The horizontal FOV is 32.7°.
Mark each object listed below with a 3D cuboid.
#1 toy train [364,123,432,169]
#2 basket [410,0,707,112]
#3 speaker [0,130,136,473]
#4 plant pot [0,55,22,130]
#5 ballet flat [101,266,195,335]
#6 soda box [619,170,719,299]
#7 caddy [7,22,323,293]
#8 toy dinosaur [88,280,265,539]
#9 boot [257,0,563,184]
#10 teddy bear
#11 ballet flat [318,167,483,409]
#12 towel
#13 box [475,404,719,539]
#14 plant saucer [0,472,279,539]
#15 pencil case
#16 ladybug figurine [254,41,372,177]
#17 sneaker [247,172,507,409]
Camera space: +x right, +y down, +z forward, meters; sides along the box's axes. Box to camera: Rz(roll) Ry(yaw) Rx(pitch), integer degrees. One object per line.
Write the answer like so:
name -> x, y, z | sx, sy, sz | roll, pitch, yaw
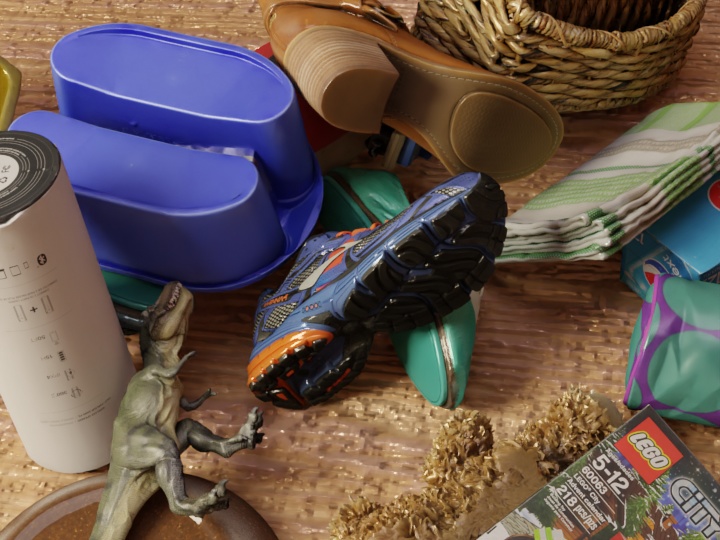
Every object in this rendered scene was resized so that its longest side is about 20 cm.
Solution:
toy train -> 0.062, -0.124, 0.888 | 0.046, 0.034, 0.200 | 32, 42, 11
basket -> 0.157, -0.209, 0.870 | 0.199, 0.150, 0.143 | -13, 45, -31
speaker -> -0.181, 0.025, 0.698 | 0.081, 0.201, 0.082 | -5, 43, 5
plant pot -> -0.365, -0.061, 0.788 | 0.200, 0.195, 0.195 | -36, 38, 33
ballet flat -> -0.186, 0.003, 0.809 | 0.199, 0.075, 0.074 | 32, 58, 29
soda box -> 0.265, -0.043, 0.799 | 0.199, 0.064, 0.068 | -30, 51, -20
caddy -> -0.122, -0.065, 0.769 | 0.199, 0.105, 0.142 | 14, 62, 11
toy dinosaur -> -0.107, 0.101, 0.681 | 0.087, 0.048, 0.201 | 7, 55, 13
boot -> 0.031, -0.137, 0.810 | 0.199, 0.074, 0.155 | 15, 28, -33
teddy bear -> 0.082, 0.137, 0.665 | 0.145, 0.067, 0.200 | 42, 62, 15
ballet flat -> 0.039, 0.001, 0.788 | 0.070, 0.068, 0.201 | -10, 48, -26
towel -> 0.171, -0.066, 0.796 | 0.200, 0.031, 0.149 | -35, 15, -26
box -> 0.152, 0.183, 0.587 | 0.136, 0.038, 0.200 | -33, 71, -21
plant saucer -> -0.134, 0.184, 0.661 | 0.199, 0.037, 0.201 | -4, 48, 4
pencil case -> 0.253, 0.059, 0.695 | 0.198, 0.092, 0.086 | 12, 85, 13
ladybug figurine -> -0.060, -0.111, 0.876 | 0.135, 0.072, 0.200 | 21, 54, 41
sneaker -> 0.000, 0.000, 0.721 | 0.200, 0.075, 0.079 | -36, 50, 26
